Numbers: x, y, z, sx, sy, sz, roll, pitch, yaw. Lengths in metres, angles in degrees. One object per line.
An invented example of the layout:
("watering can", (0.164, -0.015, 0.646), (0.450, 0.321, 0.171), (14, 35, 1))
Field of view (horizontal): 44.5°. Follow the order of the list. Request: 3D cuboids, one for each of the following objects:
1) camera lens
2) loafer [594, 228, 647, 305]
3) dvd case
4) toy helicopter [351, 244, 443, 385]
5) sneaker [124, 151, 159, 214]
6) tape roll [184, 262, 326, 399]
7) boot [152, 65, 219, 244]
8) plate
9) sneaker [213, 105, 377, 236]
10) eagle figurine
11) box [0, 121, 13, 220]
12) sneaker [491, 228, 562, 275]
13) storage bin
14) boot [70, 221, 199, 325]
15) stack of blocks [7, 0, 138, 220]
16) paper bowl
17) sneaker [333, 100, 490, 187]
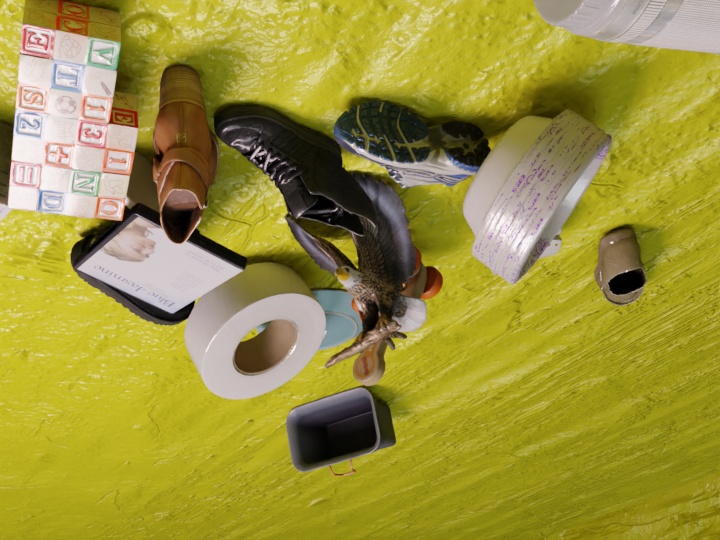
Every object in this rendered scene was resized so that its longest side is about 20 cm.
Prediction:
("camera lens", (0.259, -0.269, 0.732), (0.196, 0.163, 0.161), (1, 150, -16))
("loafer", (0.398, 0.011, 1.346), (0.075, 0.069, 0.200), (-15, 149, 14))
("dvd case", (-0.239, -0.008, 1.032), (0.141, 0.018, 0.199), (28, 148, -27))
("toy helicopter", (0.026, 0.062, 1.223), (0.130, 0.203, 0.079), (-1, 151, 40))
("sneaker", (-0.303, -0.095, 1.000), (0.098, 0.072, 0.199), (-26, 140, 32))
("tape roll", (-0.149, 0.088, 1.267), (0.199, 0.071, 0.205), (-23, 139, -21))
("boot", (-0.188, -0.094, 0.935), (0.072, 0.158, 0.201), (-5, 151, -5))
("plate", (-0.072, 0.089, 1.414), (0.195, 0.026, 0.201), (-6, 151, -4))
("sneaker", (-0.072, -0.108, 0.989), (0.197, 0.106, 0.060), (15, 145, -34))
("eagle figurine", (-0.001, -0.002, 1.118), (0.149, 0.204, 0.151), (-14, 159, -8))
("box", (-0.464, -0.082, 0.945), (0.198, 0.103, 0.111), (-30, 143, 34))
("sneaker", (0.211, -0.062, 1.180), (0.113, 0.075, 0.200), (-17, 158, 12))
("storage bin", (-0.024, 0.329, 1.740), (0.197, 0.148, 0.134), (-21, 158, 23))
("boot", (-0.253, -0.006, 1.149), (0.156, 0.081, 0.210), (-24, 146, 26))
("stack of blocks", (-0.275, -0.151, 0.855), (0.113, 0.059, 0.202), (5, 129, -21))
("paper bowl", (0.194, -0.095, 1.019), (0.201, 0.104, 0.201), (-49, 166, -17))
("sneaker", (0.052, -0.130, 1.015), (0.196, 0.079, 0.085), (10, 151, -27))
